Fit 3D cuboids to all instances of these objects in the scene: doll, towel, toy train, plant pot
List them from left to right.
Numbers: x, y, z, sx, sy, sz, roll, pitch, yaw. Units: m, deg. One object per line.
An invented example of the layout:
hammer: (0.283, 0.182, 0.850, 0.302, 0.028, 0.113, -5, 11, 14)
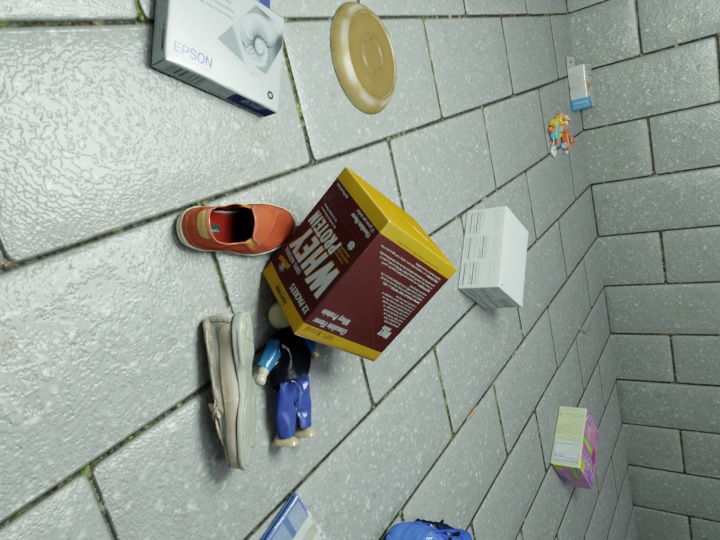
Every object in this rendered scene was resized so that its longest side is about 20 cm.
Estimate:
doll: (-0.108, 0.150, 0.817, 0.135, 0.047, 0.208, -8, 94, -54)
towel: (-0.096, 0.459, 0.832, 0.147, 0.023, 0.204, -47, 122, -41)
plant pot: (0.016, -0.403, 1.042, 0.197, 0.027, 0.208, 4, 85, -53)
toy train: (0.729, -0.484, 1.974, 0.199, 0.054, 0.155, -33, 113, -49)

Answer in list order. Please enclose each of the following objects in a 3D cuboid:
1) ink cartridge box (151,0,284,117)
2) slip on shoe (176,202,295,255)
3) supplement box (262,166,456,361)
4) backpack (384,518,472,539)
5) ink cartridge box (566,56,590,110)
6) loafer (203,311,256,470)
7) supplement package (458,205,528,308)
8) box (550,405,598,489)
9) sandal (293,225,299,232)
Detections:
ink cartridge box: (-0.186, -0.343, 0.757, 0.197, 0.040, 0.208, 9, 80, -53)
slip on shoe: (-0.156, -0.060, 0.761, 0.197, 0.060, 0.077, -5, 90, -54)
supplement box: (0.000, 0.000, 0.825, 0.201, 0.134, 0.195, -48, 140, 13)
backpack: (0.133, 0.548, 1.017, 0.198, 0.164, 0.168, 30, 58, -43)
ink cartridge box: (0.864, -0.740, 2.163, 0.114, 0.066, 0.207, -25, 107, -51)
loafer: (-0.174, 0.158, 0.732, 0.072, 0.060, 0.208, -14, 103, -85)
supplement package: (0.333, -0.028, 1.369, 0.154, 0.108, 0.207, 31, 64, -47)
box: (0.723, 0.592, 1.852, 0.177, 0.094, 0.204, 51, 51, -38)
sandal: (-0.038, -0.033, 0.927, 0.208, 0.077, 0.072, -4, 117, -47)
